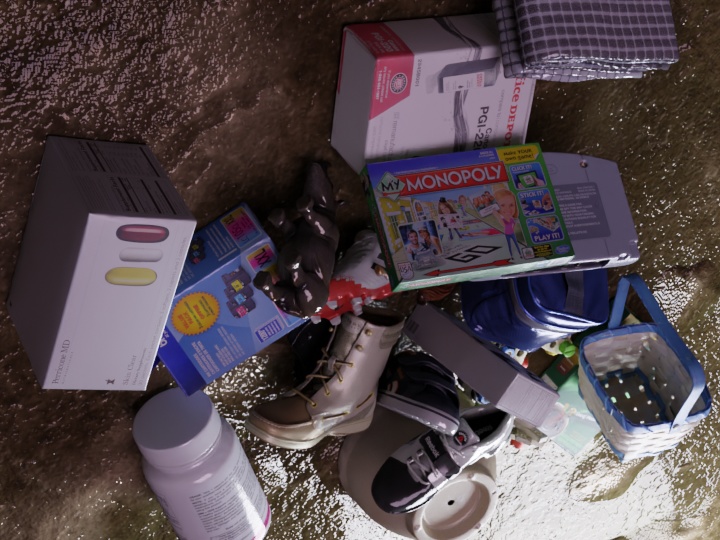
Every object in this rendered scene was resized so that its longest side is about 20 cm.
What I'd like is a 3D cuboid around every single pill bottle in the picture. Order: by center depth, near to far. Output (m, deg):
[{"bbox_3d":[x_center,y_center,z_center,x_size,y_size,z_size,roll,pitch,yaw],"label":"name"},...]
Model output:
[{"bbox_3d":[-0.183,0.234,1.727,0.113,0.113,0.200,-27,131,-10],"label":"pill bottle"}]

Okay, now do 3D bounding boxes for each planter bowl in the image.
[{"bbox_3d":[0.089,0.258,1.881,0.200,0.135,0.200,-14,127,-20],"label":"planter bowl"}]

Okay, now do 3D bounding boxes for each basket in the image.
[{"bbox_3d":[0.349,0.123,1.855,0.139,0.176,0.200,-15,144,-15],"label":"basket"}]

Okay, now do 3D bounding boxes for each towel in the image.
[{"bbox_3d":[0.234,-0.283,1.556,0.200,0.166,0.086,-5,169,-26],"label":"towel"}]

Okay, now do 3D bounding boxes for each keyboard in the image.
[{"bbox_3d":[-0.041,0.111,1.778,0.104,0.040,0.200,-42,139,-12],"label":"keyboard"}]

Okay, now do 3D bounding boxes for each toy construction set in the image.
[{"bbox_3d":[0.200,0.121,1.875,0.131,0.092,0.200,10,99,-36],"label":"toy construction set"}]

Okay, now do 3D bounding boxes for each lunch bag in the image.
[{"bbox_3d":[0.203,-0.021,1.705,0.136,0.200,0.132,15,154,-37],"label":"lunch bag"}]

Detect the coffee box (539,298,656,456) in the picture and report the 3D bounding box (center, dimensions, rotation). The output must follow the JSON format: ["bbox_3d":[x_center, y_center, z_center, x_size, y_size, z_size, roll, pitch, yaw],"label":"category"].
[{"bbox_3d":[0.308,0.141,1.980,0.200,0.044,0.123,-47,130,7],"label":"coffee box"}]

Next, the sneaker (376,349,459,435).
[{"bbox_3d":[0.070,0.136,1.749,0.078,0.200,0.079,28,86,-17],"label":"sneaker"}]

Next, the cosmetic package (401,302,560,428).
[{"bbox_3d":[0.138,0.106,1.755,0.083,0.200,0.051,31,94,-40],"label":"cosmetic package"}]

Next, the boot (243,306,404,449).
[{"bbox_3d":[-0.038,0.116,1.696,0.200,0.072,0.155,-6,124,-50],"label":"boot"}]

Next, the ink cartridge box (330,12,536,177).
[{"bbox_3d":[0.081,-0.187,1.599,0.200,0.085,0.146,-10,127,-25],"label":"ink cartridge box"}]

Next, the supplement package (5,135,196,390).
[{"bbox_3d":[-0.260,-0.006,1.487,0.111,0.156,0.200,3,120,-30],"label":"supplement package"}]

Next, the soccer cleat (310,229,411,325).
[{"bbox_3d":[0.000,0.000,1.664,0.200,0.085,0.069,-18,163,-36],"label":"soccer cleat"}]

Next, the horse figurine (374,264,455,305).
[{"bbox_3d":[0.078,-0.050,1.664,0.133,0.200,0.050,8,161,-32],"label":"horse figurine"}]

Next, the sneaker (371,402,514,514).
[{"bbox_3d":[0.097,0.208,1.768,0.200,0.074,0.089,-33,162,-21],"label":"sneaker"}]

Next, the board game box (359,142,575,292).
[{"bbox_3d":[0.111,-0.057,1.563,0.200,0.135,0.029,-9,162,-20],"label":"board game box"}]

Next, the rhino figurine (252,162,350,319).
[{"bbox_3d":[-0.055,-0.037,1.583,0.060,0.200,0.087,-9,138,27],"label":"rhino figurine"}]

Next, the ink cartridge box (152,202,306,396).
[{"bbox_3d":[-0.169,0.041,1.627,0.200,0.076,0.136,-32,131,-4],"label":"ink cartridge box"}]

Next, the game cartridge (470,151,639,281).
[{"bbox_3d":[0.194,-0.062,1.624,0.200,0.133,0.040,-5,163,-18],"label":"game cartridge"}]
